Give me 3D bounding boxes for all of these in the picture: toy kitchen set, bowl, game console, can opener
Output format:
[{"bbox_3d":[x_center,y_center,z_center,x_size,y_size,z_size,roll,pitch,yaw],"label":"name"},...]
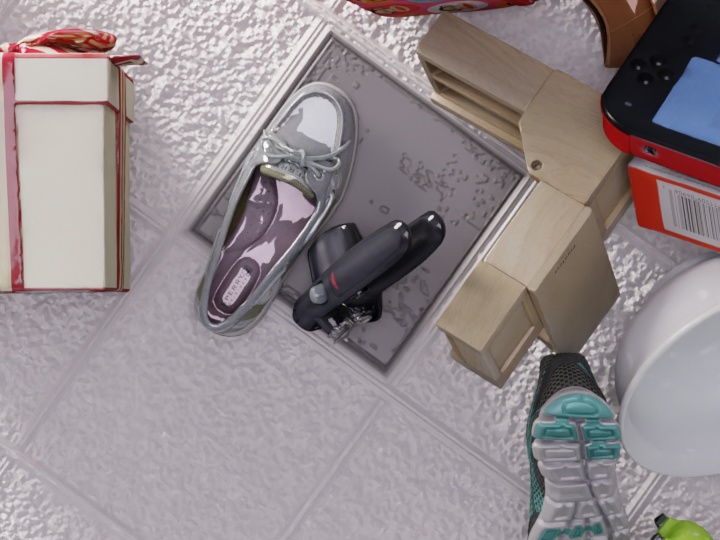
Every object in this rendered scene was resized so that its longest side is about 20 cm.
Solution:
[{"bbox_3d":[0.092,-0.035,1.573,0.180,0.163,0.200,31,79,24],"label":"toy kitchen set"},{"bbox_3d":[0.259,0.050,1.550,0.201,0.201,0.091,-25,51,0],"label":"bowl"},{"bbox_3d":[0.278,-0.119,1.472,0.200,0.031,0.177,22,55,19],"label":"game console"},{"bbox_3d":[0.000,0.000,1.524,0.063,0.200,0.079,-26,87,-24],"label":"can opener"}]

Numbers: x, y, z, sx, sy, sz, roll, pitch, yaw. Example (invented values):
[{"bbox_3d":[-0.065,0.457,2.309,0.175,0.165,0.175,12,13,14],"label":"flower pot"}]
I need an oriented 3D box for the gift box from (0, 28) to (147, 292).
[{"bbox_3d":[-0.240,-0.077,1.529,0.184,0.200,0.187,-1,88,-5],"label":"gift box"}]

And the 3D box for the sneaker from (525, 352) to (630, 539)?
[{"bbox_3d":[0.152,0.142,1.563,0.077,0.091,0.200,-1,128,-3],"label":"sneaker"}]

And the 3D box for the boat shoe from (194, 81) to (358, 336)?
[{"bbox_3d":[-0.062,-0.044,1.590,0.074,0.065,0.202,30,89,0],"label":"boat shoe"}]

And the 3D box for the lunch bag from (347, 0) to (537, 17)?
[{"bbox_3d":[0.072,-0.229,1.515,0.176,0.200,0.082,-4,88,19],"label":"lunch bag"}]

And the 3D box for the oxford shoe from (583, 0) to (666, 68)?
[{"bbox_3d":[0.173,-0.244,1.592,0.071,0.071,0.201,-18,90,5],"label":"oxford shoe"}]

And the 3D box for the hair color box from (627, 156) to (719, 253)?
[{"bbox_3d":[0.288,-0.098,1.526,0.111,0.064,0.200,21,55,34],"label":"hair color box"}]

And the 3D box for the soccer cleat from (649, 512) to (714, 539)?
[{"bbox_3d":[0.185,0.254,1.552,0.081,0.068,0.200,42,121,-6],"label":"soccer cleat"}]
